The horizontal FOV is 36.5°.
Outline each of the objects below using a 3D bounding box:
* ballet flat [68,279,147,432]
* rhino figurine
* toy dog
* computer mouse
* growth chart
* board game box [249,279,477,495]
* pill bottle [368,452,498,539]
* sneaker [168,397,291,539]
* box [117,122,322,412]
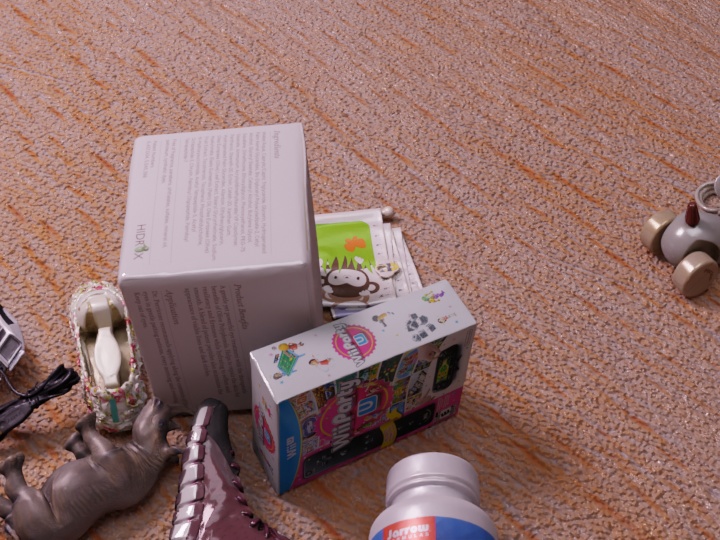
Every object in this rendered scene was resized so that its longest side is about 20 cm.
[{"bbox_3d":[-0.248,0.068,1.077,0.075,0.064,0.201,-14,48,-14],"label":"ballet flat"},{"bbox_3d":[-0.232,0.177,0.974,0.199,0.060,0.088,-29,74,-28],"label":"rhino figurine"},{"bbox_3d":[0.404,-0.057,1.207,0.131,0.097,0.199,36,54,27],"label":"toy dog"},{"bbox_3d":[-0.356,0.079,1.067,0.109,0.044,0.200,-41,55,-3],"label":"computer mouse"},{"bbox_3d":[0.000,0.000,1.187,0.143,0.018,0.201,-12,47,-13],"label":"growth chart"},{"bbox_3d":[0.000,0.106,0.996,0.198,0.149,0.065,-20,52,-20],"label":"board game box"},{"bbox_3d":[0.059,0.254,0.882,0.110,0.113,0.202,2,46,-1],"label":"pill bottle"},{"bbox_3d":[-0.104,0.212,0.951,0.114,0.076,0.202,7,57,-3],"label":"sneaker"},{"bbox_3d":[-0.124,-0.001,1.049,0.169,0.201,0.202,-4,47,0],"label":"box"}]
